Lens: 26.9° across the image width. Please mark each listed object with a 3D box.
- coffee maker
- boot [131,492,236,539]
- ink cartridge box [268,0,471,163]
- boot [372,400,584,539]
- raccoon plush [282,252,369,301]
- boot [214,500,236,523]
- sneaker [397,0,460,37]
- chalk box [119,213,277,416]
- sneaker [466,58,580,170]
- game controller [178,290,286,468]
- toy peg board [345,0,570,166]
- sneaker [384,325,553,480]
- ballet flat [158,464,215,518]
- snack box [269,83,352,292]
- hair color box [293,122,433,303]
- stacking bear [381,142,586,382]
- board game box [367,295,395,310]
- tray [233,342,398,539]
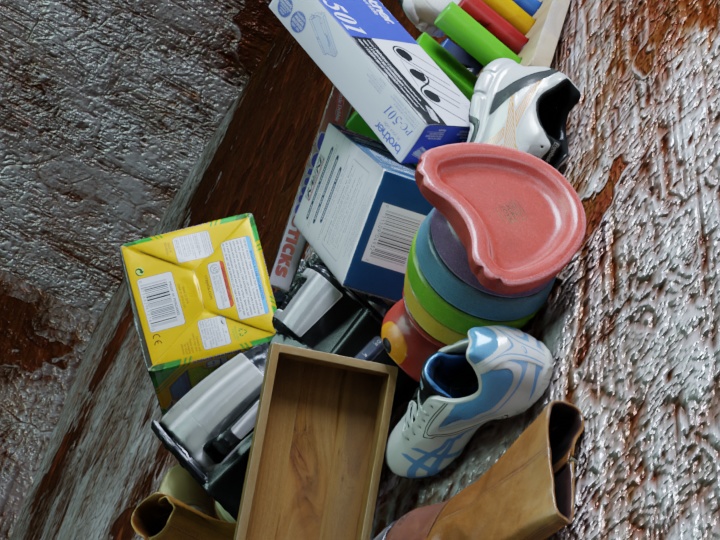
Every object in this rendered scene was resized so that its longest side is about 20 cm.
[{"bbox_3d":[-0.041,0.125,1.243,0.200,0.192,0.135,-43,27,-7],"label":"coffee maker"},{"bbox_3d":[-0.144,0.251,1.368,0.071,0.144,0.201,-66,14,-22],"label":"boot"},{"bbox_3d":[0.016,-0.170,1.263,0.200,0.094,0.044,52,122,27],"label":"ink cartridge box"},{"bbox_3d":[0.067,0.196,0.919,0.200,0.068,0.188,-42,15,37],"label":"boot"},{"bbox_3d":[0.000,0.000,1.448,0.134,0.097,0.200,-54,14,12],"label":"raccoon plush"},{"bbox_3d":[-0.064,0.144,1.447,0.155,0.072,0.200,-38,27,56],"label":"boot"},{"bbox_3d":[0.105,-0.275,1.473,0.081,0.075,0.200,-35,-15,35],"label":"sneaker"},{"bbox_3d":[-0.141,0.051,1.389,0.200,0.123,0.125,96,158,-71],"label":"chalk box"},{"bbox_3d":[0.117,-0.075,1.197,0.080,0.074,0.201,8,81,39],"label":"sneaker"},{"bbox_3d":[-0.123,0.108,1.510,0.200,0.042,0.104,-54,3,11],"label":"game controller"},{"bbox_3d":[0.086,-0.188,1.385,0.200,0.098,0.199,-45,12,34],"label":"toy peg board"},{"bbox_3d":[0.062,0.091,1.074,0.200,0.072,0.072,-47,22,52],"label":"sneaker"},{"bbox_3d":[-0.171,0.295,1.498,0.063,0.068,0.201,-179,92,-64],"label":"ballet flat"},{"bbox_3d":[-0.044,-0.078,1.401,0.072,0.024,0.201,-168,97,-89],"label":"snack box"},{"bbox_3d":[0.005,-0.051,1.252,0.200,0.060,0.100,-131,60,-69],"label":"hair color box"},{"bbox_3d":[0.076,0.013,1.105,0.122,0.113,0.200,59,145,24],"label":"stacking bear"},{"bbox_3d":[0.080,-0.044,1.355,0.136,0.035,0.200,-67,14,-20],"label":"board game box"},{"bbox_3d":[-0.038,0.163,1.133,0.037,0.098,0.201,136,145,-77],"label":"tray"}]
